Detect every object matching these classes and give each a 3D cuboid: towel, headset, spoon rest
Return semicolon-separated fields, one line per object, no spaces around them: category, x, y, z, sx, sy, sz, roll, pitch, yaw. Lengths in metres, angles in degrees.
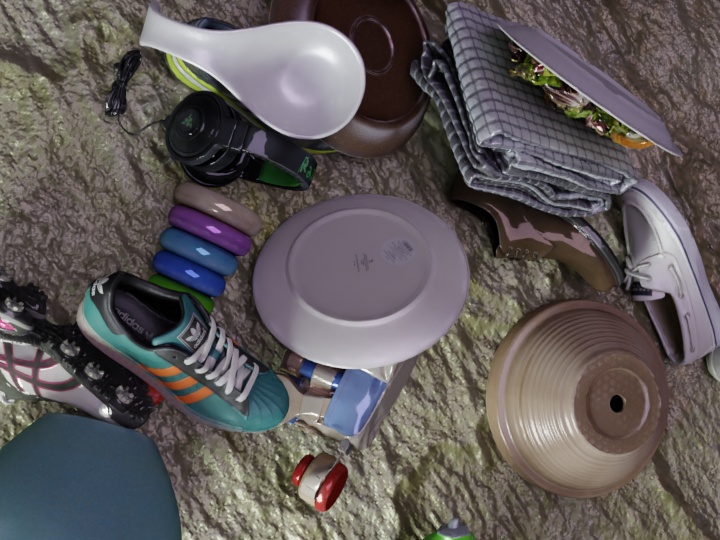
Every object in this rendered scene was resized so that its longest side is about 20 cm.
towel;0.150;-0.142;1.068;0.199;0.086;0.167;9;53;-38
headset;-0.131;-0.129;1.015;0.198;0.124;0.095;17;82;4
spoon rest;-0.093;-0.176;0.969;0.198;0.061;0.100;17;105;-3

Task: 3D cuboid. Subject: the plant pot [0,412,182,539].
plant pot;-0.232;0.194;0.935;0.199;0.200;0.136;17;73;-16

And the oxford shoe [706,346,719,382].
oxford shoe;0.443;0.038;1.221;0.075;0.058;0.201;38;76;-10

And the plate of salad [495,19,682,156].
plate of salad;0.194;-0.152;0.995;0.199;0.200;0.048;31;109;-14

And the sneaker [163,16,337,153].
sneaker;-0.084;-0.169;1.047;0.199;0.081;0.074;24;82;-15

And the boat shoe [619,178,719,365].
boat shoe;0.307;0.005;1.174;0.070;0.071;0.201;-30;104;-19

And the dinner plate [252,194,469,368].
dinner plate;0.000;0.000;1.034;0.198;0.024;0.201;-1;52;1

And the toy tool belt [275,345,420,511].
toy tool belt;-0.034;0.105;1.049;0.122;0.125;0.201;26;75;17

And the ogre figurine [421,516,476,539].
ogre figurine;0.096;0.320;1.080;0.200;0.098;0.120;45;88;0

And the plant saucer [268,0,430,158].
plant saucer;0.003;-0.206;1.062;0.199;0.032;0.202;8;77;-41

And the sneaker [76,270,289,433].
sneaker;-0.140;0.069;0.944;0.199;0.080;0.072;31;60;-12

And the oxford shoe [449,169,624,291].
oxford shoe;0.171;-0.033;1.133;0.199;0.073;0.085;36;81;-1

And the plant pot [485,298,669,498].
plant pot;0.233;0.129;1.132;0.199;0.093;0.203;1;88;-19

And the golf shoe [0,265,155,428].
golf shoe;-0.266;0.082;0.972;0.199;0.077;0.088;35;107;8

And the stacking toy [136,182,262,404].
stacking toy;-0.164;0.027;1.018;0.085;0.085;0.201;26;85;-15
